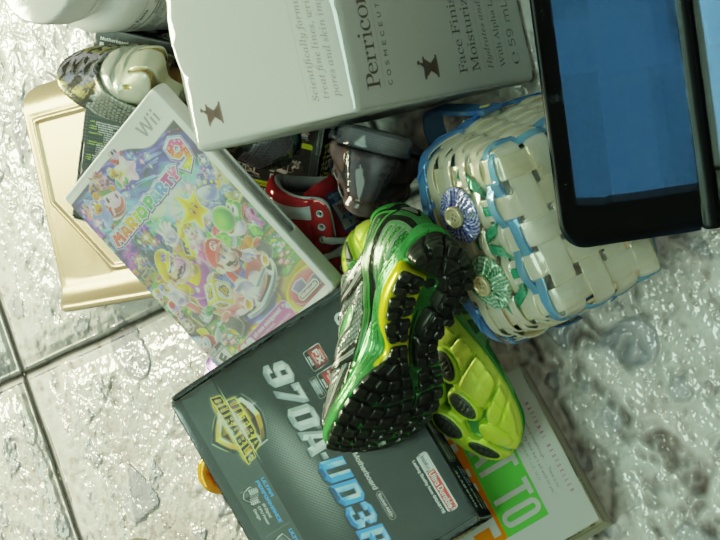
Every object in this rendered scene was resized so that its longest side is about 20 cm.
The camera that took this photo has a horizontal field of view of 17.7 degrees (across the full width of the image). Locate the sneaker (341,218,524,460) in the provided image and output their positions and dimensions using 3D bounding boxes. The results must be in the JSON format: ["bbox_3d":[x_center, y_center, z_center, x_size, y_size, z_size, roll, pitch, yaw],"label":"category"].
[{"bbox_3d":[0.067,0.043,1.682,0.074,0.084,0.200,-39,78,39],"label":"sneaker"}]

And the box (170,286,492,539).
[{"bbox_3d":[-0.023,0.137,1.688,0.159,0.046,0.200,-33,78,10],"label":"box"}]

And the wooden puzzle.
[{"bbox_3d":[-0.205,-0.073,1.963,0.185,0.037,0.200,-10,89,43],"label":"wooden puzzle"}]

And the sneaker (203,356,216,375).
[{"bbox_3d":[-0.079,0.110,1.812,0.114,0.073,0.201,-13,47,36],"label":"sneaker"}]

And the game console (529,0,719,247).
[{"bbox_3d":[0.219,-0.124,1.500,0.170,0.118,0.200,-6,93,38],"label":"game console"}]

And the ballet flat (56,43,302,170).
[{"bbox_3d":[-0.137,-0.138,1.748,0.200,0.072,0.072,20,115,9],"label":"ballet flat"}]

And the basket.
[{"bbox_3d":[0.111,-0.041,1.620,0.177,0.139,0.200,66,166,-5],"label":"basket"}]

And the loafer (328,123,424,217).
[{"bbox_3d":[0.005,-0.069,1.672,0.072,0.200,0.063,13,91,3],"label":"loafer"}]

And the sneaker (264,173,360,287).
[{"bbox_3d":[0.000,0.000,1.746,0.200,0.071,0.113,27,113,8],"label":"sneaker"}]

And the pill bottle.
[{"bbox_3d":[-0.174,-0.240,1.776,0.113,0.200,0.114,7,101,41],"label":"pill bottle"}]

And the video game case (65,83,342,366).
[{"bbox_3d":[-0.120,-0.025,1.743,0.200,0.018,0.143,48,129,4],"label":"video game case"}]

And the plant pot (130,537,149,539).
[{"bbox_3d":[-0.155,0.344,1.916,0.177,0.200,0.200,-3,99,31],"label":"plant pot"}]

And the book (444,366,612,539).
[{"bbox_3d":[0.066,0.177,1.709,0.200,0.048,0.134,-32,72,10],"label":"book"}]

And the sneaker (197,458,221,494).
[{"bbox_3d":[-0.045,0.157,1.843,0.200,0.077,0.078,-10,91,41],"label":"sneaker"}]

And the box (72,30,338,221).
[{"bbox_3d":[-0.120,-0.099,1.816,0.200,0.044,0.161,13,107,14],"label":"box"}]

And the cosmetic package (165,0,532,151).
[{"bbox_3d":[-0.012,-0.188,1.647,0.165,0.200,0.165,-10,94,43],"label":"cosmetic package"}]

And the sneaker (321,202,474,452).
[{"bbox_3d":[0.019,0.043,1.607,0.085,0.078,0.200,56,134,46],"label":"sneaker"}]
